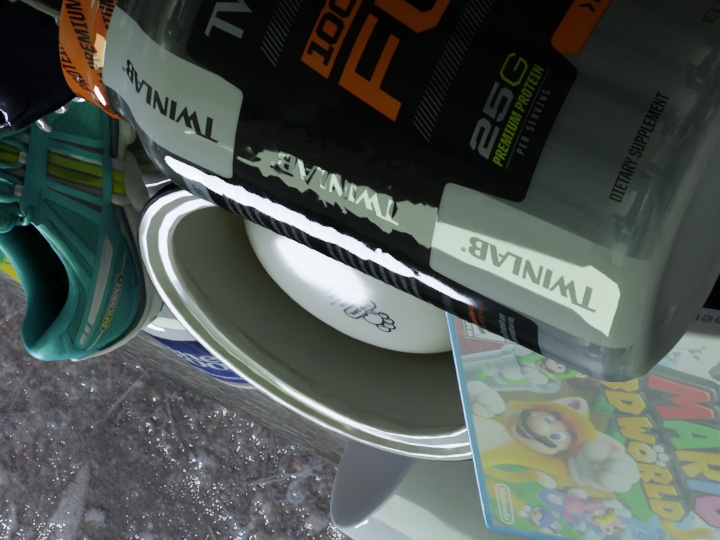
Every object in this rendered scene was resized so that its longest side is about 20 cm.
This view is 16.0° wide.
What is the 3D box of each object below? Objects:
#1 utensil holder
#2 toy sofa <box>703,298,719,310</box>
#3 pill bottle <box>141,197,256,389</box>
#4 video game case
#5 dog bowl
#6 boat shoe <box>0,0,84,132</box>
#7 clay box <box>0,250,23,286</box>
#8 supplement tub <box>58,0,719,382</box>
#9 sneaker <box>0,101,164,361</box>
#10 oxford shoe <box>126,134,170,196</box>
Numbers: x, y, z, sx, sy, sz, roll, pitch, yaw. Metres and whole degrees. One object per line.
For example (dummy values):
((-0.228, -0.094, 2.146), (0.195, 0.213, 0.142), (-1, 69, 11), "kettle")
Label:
((0.106, 0.132, 1.510), (0.200, 0.170, 0.170), (30, 171, -14), "utensil holder")
((0.134, 0.030, 1.126), (0.083, 0.098, 0.200), (-20, 142, 33), "toy sofa")
((-0.083, -0.007, 1.423), (0.111, 0.111, 0.200), (24, 172, 20), "pill bottle")
((0.137, 0.069, 1.024), (0.200, 0.018, 0.143), (8, 136, 21), "video game case")
((0.000, 0.000, 1.187), (0.200, 0.074, 0.200), (23, 151, 14), "dog bowl")
((-0.133, -0.096, 1.109), (0.075, 0.093, 0.200), (23, 171, 24), "boat shoe")
((-0.154, -0.031, 1.505), (0.048, 0.115, 0.200), (65, -174, 19), "clay box")
((0.018, -0.058, 0.771), (0.200, 0.123, 0.123), (24, 171, 16), "supplement tub")
((-0.150, -0.052, 1.221), (0.077, 0.080, 0.200), (1, 111, 49), "sneaker")
((-0.115, -0.068, 1.304), (0.058, 0.075, 0.200), (36, 163, -33), "oxford shoe")
